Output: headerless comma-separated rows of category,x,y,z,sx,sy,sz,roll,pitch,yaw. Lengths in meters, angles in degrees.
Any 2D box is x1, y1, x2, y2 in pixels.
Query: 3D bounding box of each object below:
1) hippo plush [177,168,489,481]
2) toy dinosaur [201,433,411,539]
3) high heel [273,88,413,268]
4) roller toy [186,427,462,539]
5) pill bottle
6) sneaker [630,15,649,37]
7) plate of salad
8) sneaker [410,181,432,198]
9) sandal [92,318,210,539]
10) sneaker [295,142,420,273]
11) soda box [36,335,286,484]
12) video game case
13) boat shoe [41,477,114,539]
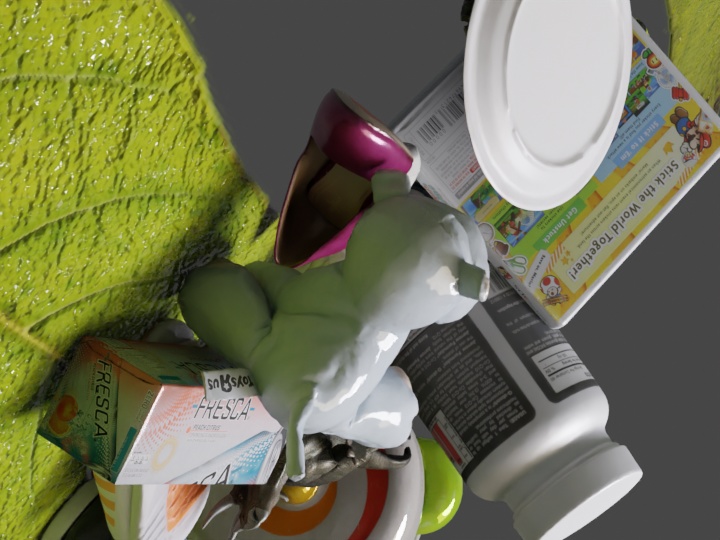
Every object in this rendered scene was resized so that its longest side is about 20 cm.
hippo plush,-0.011,0.009,1.579,0.161,0.159,0.200,-52,164,14
toy dinosaur,-0.031,0.120,1.790,0.102,0.077,0.200,-25,176,26
high heel,-0.019,-0.048,1.610,0.096,0.067,0.200,-49,169,-5
roller toy,-0.044,0.160,1.925,0.200,0.182,0.140,-44,170,-3
pill bottle,0.100,0.087,1.816,0.116,0.200,0.116,-32,165,-9
sneaker,0.126,-0.138,1.899,0.200,0.074,0.084,-33,161,-29
plate of salad,0.118,-0.140,1.729,0.200,0.048,0.201,-16,111,-50
sneaker,0.005,0.004,1.894,0.202,0.077,0.146,-45,164,26
sandal,-0.140,0.106,1.696,0.079,0.059,0.208,-42,146,-43
sneaker,0.000,0.000,1.772,0.075,0.100,0.200,-31,157,-55
soda box,-0.110,0.087,1.585,0.069,0.063,0.200,-63,156,8
video game case,0.139,-0.092,1.808,0.200,0.182,0.023,-46,-171,-21
boat shoe,-0.134,0.132,1.787,0.200,0.060,0.076,-51,170,9
